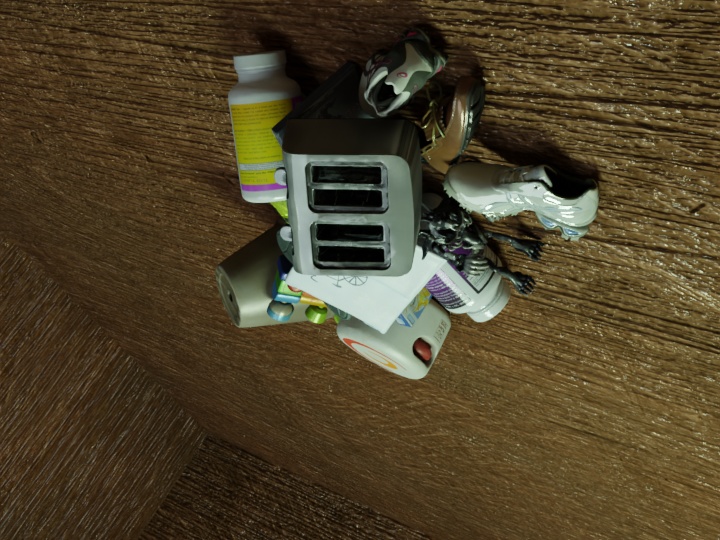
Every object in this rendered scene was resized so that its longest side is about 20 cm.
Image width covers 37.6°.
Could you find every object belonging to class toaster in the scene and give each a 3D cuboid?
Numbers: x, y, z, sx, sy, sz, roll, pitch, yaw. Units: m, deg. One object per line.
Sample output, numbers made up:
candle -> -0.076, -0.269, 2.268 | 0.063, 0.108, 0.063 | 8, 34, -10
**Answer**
toaster -> -0.005, -0.093, 1.354 | 0.198, 0.119, 0.182 | 2, 122, 7

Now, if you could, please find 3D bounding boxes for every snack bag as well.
snack bag -> 0.000, 0.000, 1.542 | 0.188, 0.022, 0.200 | 27, 133, -13

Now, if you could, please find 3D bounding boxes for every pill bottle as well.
pill bottle -> 0.135, -0.014, 1.588 | 0.200, 0.113, 0.112 | 44, 156, -23
pill bottle -> -0.128, -0.202, 1.480 | 0.104, 0.104, 0.202 | 9, 111, 47

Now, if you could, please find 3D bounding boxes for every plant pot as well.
plant pot -> -0.158, 0.016, 1.886 | 0.200, 0.172, 0.201 | 52, 153, 41

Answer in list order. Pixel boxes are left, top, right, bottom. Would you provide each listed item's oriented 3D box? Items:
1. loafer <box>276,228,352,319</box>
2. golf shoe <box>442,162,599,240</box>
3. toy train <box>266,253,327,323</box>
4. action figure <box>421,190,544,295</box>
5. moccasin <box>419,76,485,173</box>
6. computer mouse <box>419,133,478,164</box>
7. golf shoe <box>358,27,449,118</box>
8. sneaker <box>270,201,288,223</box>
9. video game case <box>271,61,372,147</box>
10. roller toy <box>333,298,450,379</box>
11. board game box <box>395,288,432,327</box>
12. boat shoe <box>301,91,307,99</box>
loafer -> -0.056, -0.008, 1.681 | 0.200, 0.063, 0.072 | 48, 151, 28
golf shoe -> 0.205, -0.111, 1.332 | 0.198, 0.079, 0.098 | 14, 148, 5
toy train -> -0.055, 0.042, 1.790 | 0.198, 0.085, 0.116 | 10, 126, -20
action figure -> 0.163, -0.046, 1.462 | 0.199, 0.120, 0.102 | 24, 174, -20
moccasin -> 0.107, -0.188, 1.329 | 0.077, 0.074, 0.201 | 25, 168, 0
computer mouse -> 0.105, -0.147, 1.453 | 0.199, 0.034, 0.059 | 27, 156, 11
golf shoe -> 0.030, -0.230, 1.313 | 0.077, 0.088, 0.200 | 43, 158, -4
sneaker -> -0.096, -0.118, 1.593 | 0.074, 0.083, 0.200 | 51, -179, -32
video game case -> -0.031, -0.170, 1.458 | 0.019, 0.143, 0.200 | 38, 165, 38
roller toy -> 0.064, 0.096, 1.886 | 0.199, 0.140, 0.182 | 31, 168, -10
board game box -> 0.058, -0.025, 1.646 | 0.034, 0.136, 0.200 | 12, 150, 43
boat shoe -> -0.082, -0.195, 1.556 | 0.200, 0.065, 0.072 | 49, 153, -9
